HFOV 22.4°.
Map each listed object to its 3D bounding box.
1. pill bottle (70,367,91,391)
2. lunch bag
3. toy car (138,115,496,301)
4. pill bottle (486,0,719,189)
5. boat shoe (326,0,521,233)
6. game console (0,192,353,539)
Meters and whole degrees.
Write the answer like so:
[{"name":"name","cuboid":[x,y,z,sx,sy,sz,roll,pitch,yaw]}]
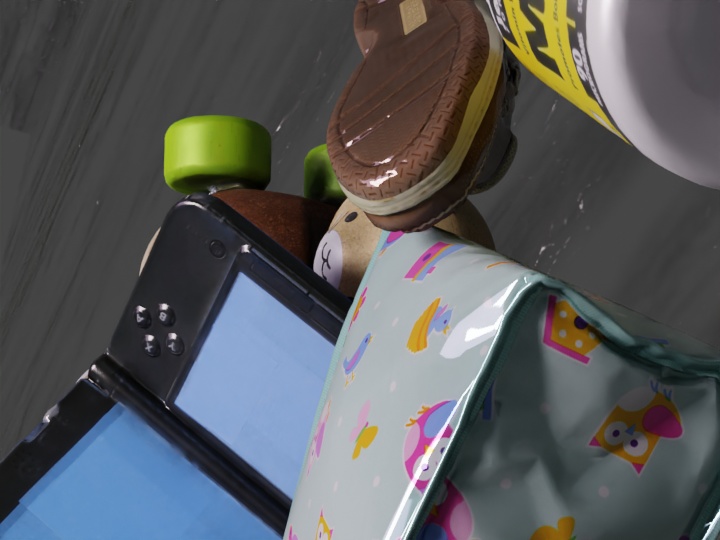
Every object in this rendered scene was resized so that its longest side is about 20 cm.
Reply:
[{"name":"pill bottle","cuboid":[-0.142,0.150,1.220,0.200,0.119,0.120,-106,36,-62]},{"name":"lunch bag","cuboid":[0.038,0.097,0.656,0.201,0.121,0.170,-67,17,2]},{"name":"toy car","cuboid":[0.000,0.000,0.863,0.200,0.157,0.165,-19,67,57]},{"name":"pill bottle","cuboid":[0.107,-0.105,0.634,0.200,0.114,0.115,-123,51,-70]},{"name":"boat shoe","cuboid":[0.038,-0.064,0.728,0.074,0.075,0.203,-29,24,22]},{"name":"game console","cuboid":[-0.056,0.099,0.781,0.118,0.200,0.171,-37,-20,-52]}]
